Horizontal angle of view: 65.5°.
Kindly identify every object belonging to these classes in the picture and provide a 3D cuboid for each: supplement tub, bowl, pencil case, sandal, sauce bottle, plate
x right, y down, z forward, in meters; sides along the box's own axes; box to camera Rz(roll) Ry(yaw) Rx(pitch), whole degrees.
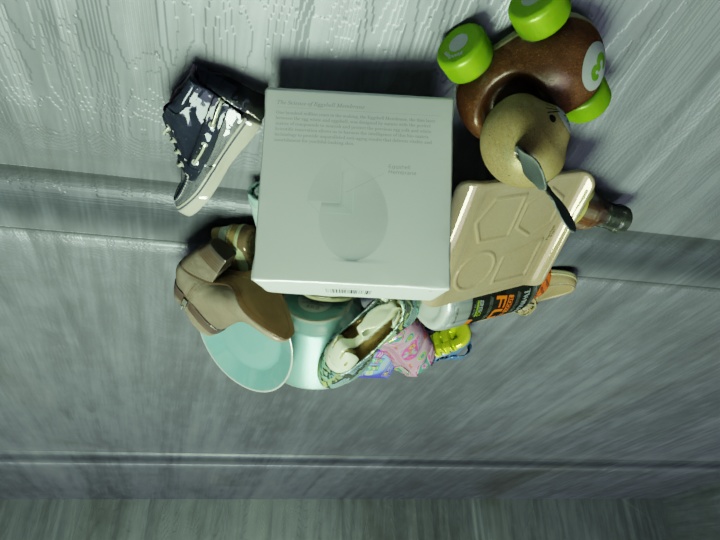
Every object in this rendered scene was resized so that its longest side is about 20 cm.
[{"bbox_3d":[0.178,0.012,0.839,0.198,0.124,0.123,-11,152,-23],"label":"supplement tub"},{"bbox_3d":[-0.070,0.086,0.928,0.198,0.202,0.106,0,128,-4],"label":"bowl"},{"bbox_3d":[0.068,0.115,0.940,0.086,0.088,0.200,-12,150,14],"label":"pencil case"},{"bbox_3d":[0.150,0.166,1.152,0.198,0.080,0.087,-21,147,28],"label":"sandal"},{"bbox_3d":[0.288,-0.093,0.772,0.198,0.067,0.066,12,145,-24],"label":"sauce bottle"},{"bbox_3d":[-0.179,0.097,0.881,0.200,0.201,0.026,-34,180,40],"label":"plate"}]

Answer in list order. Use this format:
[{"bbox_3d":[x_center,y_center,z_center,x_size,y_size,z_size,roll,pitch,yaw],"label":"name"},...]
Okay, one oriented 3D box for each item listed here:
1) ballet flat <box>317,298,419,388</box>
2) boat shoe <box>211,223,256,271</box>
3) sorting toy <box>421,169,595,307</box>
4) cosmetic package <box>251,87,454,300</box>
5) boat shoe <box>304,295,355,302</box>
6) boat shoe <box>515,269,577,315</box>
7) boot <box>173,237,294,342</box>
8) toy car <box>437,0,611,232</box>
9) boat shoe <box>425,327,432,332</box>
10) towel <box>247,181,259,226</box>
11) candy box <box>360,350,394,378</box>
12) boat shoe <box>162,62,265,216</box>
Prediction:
[{"bbox_3d":[-0.002,0.096,0.812,0.200,0.074,0.074,-46,135,10],"label":"ballet flat"},{"bbox_3d":[-0.183,-0.004,0.881,0.075,0.072,0.201,8,142,11],"label":"boat shoe"},{"bbox_3d":[0.178,-0.043,0.703,0.198,0.037,0.187,-8,133,-25],"label":"sorting toy"},{"bbox_3d":[-0.006,-0.076,0.614,0.197,0.203,0.123,3,172,-1],"label":"cosmetic package"},{"bbox_3d":[0.000,0.000,0.893,0.197,0.075,0.069,-6,136,-4],"label":"boat shoe"},{"bbox_3d":[0.284,0.050,0.989,0.198,0.065,0.071,-13,146,16],"label":"boat shoe"},{"bbox_3d":[-0.193,0.053,0.816,0.070,0.201,0.146,-27,165,-49],"label":"boot"},{"bbox_3d":[0.179,-0.144,0.556,0.157,0.202,0.164,-23,142,29],"label":"toy car"},{"bbox_3d":[0.121,0.052,0.983,0.090,0.072,0.200,11,152,-21],"label":"boat shoe"},{"bbox_3d":[-0.053,-0.039,0.783,0.198,0.049,0.172,14,144,10],"label":"towel"},{"bbox_3d":[-0.023,0.147,1.106,0.197,0.078,0.170,4,148,-12],"label":"candy box"},{"bbox_3d":[-0.194,-0.150,0.650,0.092,0.075,0.200,26,130,-28],"label":"boat shoe"}]
